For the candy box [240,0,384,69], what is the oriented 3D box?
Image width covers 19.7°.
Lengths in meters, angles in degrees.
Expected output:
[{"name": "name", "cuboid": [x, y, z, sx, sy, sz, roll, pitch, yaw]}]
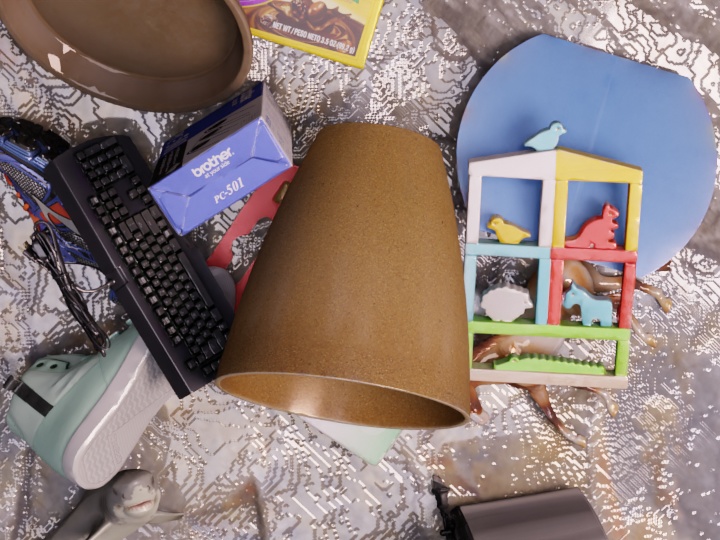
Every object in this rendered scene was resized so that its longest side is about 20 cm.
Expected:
[{"name": "candy box", "cuboid": [-0.078, -0.229, 1.565, 0.199, 0.026, 0.103, 16, 96, -5]}]

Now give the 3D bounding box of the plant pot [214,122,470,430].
[{"name": "plant pot", "cuboid": [0.000, 0.000, 1.514, 0.186, 0.186, 0.201, 9, 78, -4]}]

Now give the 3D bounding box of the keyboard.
[{"name": "keyboard", "cuboid": [-0.170, 0.002, 1.522, 0.127, 0.021, 0.200, -31, 89, -34]}]

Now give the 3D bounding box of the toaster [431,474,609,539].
[{"name": "toaster", "cuboid": [0.135, 0.268, 1.598, 0.118, 0.181, 0.201, -11, 103, -3]}]

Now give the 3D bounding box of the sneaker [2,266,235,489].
[{"name": "sneaker", "cuboid": [-0.190, 0.062, 1.591, 0.201, 0.118, 0.074, -51, 139, -17]}]

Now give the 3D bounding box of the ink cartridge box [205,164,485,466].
[{"name": "ink cartridge box", "cuboid": [-0.023, 0.031, 1.610, 0.200, 0.050, 0.161, 34, 98, -10]}]

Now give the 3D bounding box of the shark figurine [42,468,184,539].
[{"name": "shark figurine", "cuboid": [-0.231, 0.191, 1.633, 0.214, 0.128, 0.090, -31, 75, 22]}]

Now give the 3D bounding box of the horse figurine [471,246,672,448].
[{"name": "horse figurine", "cuboid": [0.160, 0.047, 1.618, 0.132, 0.050, 0.200, 30, 99, -9]}]

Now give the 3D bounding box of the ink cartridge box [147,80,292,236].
[{"name": "ink cartridge box", "cuboid": [-0.099, -0.085, 1.505, 0.094, 0.200, 0.044, -32, 101, 4]}]

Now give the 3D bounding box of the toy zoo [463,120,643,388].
[{"name": "toy zoo", "cuboid": [0.142, -0.012, 1.559, 0.131, 0.020, 0.201, 3, 104, 2]}]

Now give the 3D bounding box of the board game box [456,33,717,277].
[{"name": "board game box", "cuboid": [0.172, -0.087, 1.595, 0.199, 0.039, 0.158, 16, 86, -2]}]

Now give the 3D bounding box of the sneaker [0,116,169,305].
[{"name": "sneaker", "cuboid": [-0.226, -0.044, 1.575, 0.200, 0.075, 0.078, 38, 101, -7]}]

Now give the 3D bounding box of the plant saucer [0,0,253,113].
[{"name": "plant saucer", "cuboid": [-0.171, -0.190, 1.512, 0.200, 0.200, 0.030, 23, 56, -6]}]
